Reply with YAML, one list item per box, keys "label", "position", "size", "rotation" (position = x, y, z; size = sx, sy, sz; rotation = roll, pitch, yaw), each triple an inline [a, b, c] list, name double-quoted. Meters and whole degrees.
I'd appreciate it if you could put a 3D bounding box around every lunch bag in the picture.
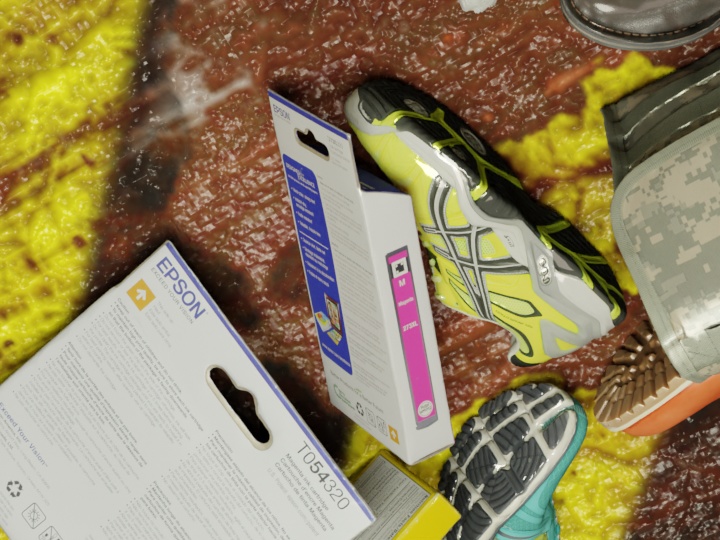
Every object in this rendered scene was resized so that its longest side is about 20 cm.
- label: "lunch bag"
  position: [0.215, -0.042, 1.047]
  size: [0.163, 0.201, 0.118]
  rotation: [-27, 113, 16]

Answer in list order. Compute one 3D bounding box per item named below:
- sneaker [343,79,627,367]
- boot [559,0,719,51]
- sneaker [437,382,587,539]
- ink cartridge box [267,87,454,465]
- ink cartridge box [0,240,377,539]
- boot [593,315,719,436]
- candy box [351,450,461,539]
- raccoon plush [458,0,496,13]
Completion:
- label: "sneaker"
  position: [0.058, -0.020, 1.135]
  size: [0.076, 0.076, 0.200]
  rotation: [-40, 107, 19]
- label: "boot"
  position: [0.188, -0.196, 0.992]
  size: [0.198, 0.070, 0.175]
  rotation: [-20, 153, -5]
- label: "sneaker"
  position: [0.085, 0.149, 1.232]
  size: [0.079, 0.078, 0.201]
  rotation: [11, 123, -25]
- label: "ink cartridge box"
  position: [0.000, 0.000, 1.135]
  size: [0.037, 0.095, 0.202]
  rotation: [-24, 119, -21]
- label: "ink cartridge box"
  position: [-0.113, 0.116, 1.191]
  size: [0.200, 0.043, 0.197]
  rotation: [-39, 85, 19]
- label: "boot"
  position: [0.229, 0.049, 1.166]
  size: [0.199, 0.075, 0.107]
  rotation: [-35, 116, 17]
- label: "candy box"
  position: [-0.030, 0.195, 1.189]
  size: [0.026, 0.102, 0.200]
  rotation: [44, 85, -22]
- label: "raccoon plush"
  position: [0.068, -0.242, 1.038]
  size: [0.133, 0.097, 0.200]
  rotation: [-29, 142, 2]
